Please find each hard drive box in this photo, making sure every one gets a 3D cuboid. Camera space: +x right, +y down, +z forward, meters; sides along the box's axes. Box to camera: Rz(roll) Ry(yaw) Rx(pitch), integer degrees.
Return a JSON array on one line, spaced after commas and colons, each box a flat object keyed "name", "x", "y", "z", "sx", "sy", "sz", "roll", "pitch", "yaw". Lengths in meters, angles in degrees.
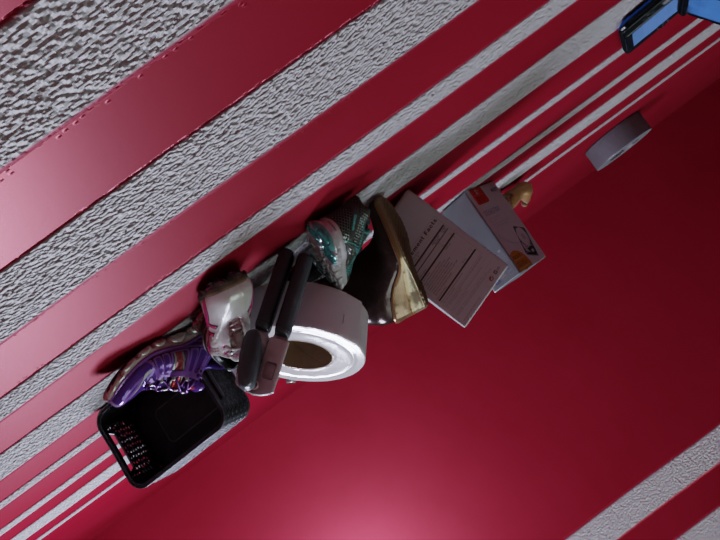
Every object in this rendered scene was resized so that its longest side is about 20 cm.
[{"name": "hard drive box", "x": 0.281, "y": -0.074, "z": 1.727, "sx": 0.077, "sy": 0.202, "sz": 0.155, "roll": -40, "pitch": 171, "yaw": 34}]

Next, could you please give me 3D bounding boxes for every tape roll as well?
[{"name": "tape roll", "x": 0.783, "y": -0.392, "z": 2.490, "sx": 0.198, "sy": 0.067, "sz": 0.200, "roll": -36, "pitch": 172, "yaw": -6}, {"name": "tape roll", "x": -0.085, "y": 0.094, "z": 1.214, "sx": 0.197, "sy": 0.072, "sz": 0.204, "roll": 4, "pitch": 150, "yaw": 2}]

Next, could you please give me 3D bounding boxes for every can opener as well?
[{"name": "can opener", "x": -0.110, "y": 0.061, "z": 1.050, "sx": 0.067, "sy": 0.052, "sz": 0.204, "roll": 91, "pitch": 14, "yaw": -68}]

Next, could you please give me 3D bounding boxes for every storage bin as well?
[{"name": "storage bin", "x": -0.284, "y": 0.218, "z": 1.249, "sx": 0.199, "sy": 0.137, "sz": 0.094, "roll": -38, "pitch": 171, "yaw": 16}]

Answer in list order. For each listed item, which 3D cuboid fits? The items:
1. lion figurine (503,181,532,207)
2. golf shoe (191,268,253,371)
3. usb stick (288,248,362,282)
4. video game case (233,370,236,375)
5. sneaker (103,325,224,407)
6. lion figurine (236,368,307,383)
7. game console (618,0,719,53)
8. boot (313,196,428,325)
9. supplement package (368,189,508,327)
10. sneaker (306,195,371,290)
[{"name": "lion figurine", "x": 0.374, "y": -0.173, "z": 2.022, "sx": 0.200, "sy": 0.072, "sz": 0.123, "roll": -48, "pitch": 171, "yaw": -30}, {"name": "golf shoe", "x": -0.165, "y": 0.065, "z": 1.054, "sx": 0.071, "sy": 0.093, "sz": 0.200, "roll": -26, "pitch": 167, "yaw": -22}, {"name": "usb stick", "x": -0.082, "y": 0.009, "z": 1.286, "sx": 0.198, "sy": 0.033, "sz": 0.056, "roll": -35, "pitch": 168, "yaw": -6}, {"name": "video game case", "x": -0.192, "y": 0.143, "z": 1.389, "sx": 0.198, "sy": 0.023, "sz": 0.185, "roll": -27, "pitch": 146, "yaw": -50}, {"name": "sneaker", "x": -0.255, "y": 0.136, "z": 1.111, "sx": 0.198, "sy": 0.084, "sz": 0.081, "roll": -26, "pitch": 168, "yaw": -46}, {"name": "lion figurine", "x": -0.134, "y": 0.119, "z": 1.340, "sx": 0.071, "sy": 0.126, "sz": 0.198, "roll": -11, "pitch": 167, "yaw": 31}, {"name": "game console", "x": 0.506, "y": -0.375, "z": 1.274, "sx": 0.170, "sy": 0.120, "sz": 0.199, "roll": -39, "pitch": 171, "yaw": 19}, {"name": "boot", "x": 0.000, "y": 0.000, "z": 1.238, "sx": 0.162, "sy": 0.204, "sz": 0.073, "roll": -14, "pitch": -156, "yaw": 16}, {"name": "supplement package", "x": 0.124, "y": -0.016, "z": 1.322, "sx": 0.121, "sy": 0.198, "sz": 0.121, "roll": -53, "pitch": 171, "yaw": 2}, {"name": "sneaker", "x": -0.021, "y": -0.038, "z": 1.135, "sx": 0.091, "sy": 0.078, "sz": 0.200, "roll": -41, "pitch": 171, "yaw": -14}]
